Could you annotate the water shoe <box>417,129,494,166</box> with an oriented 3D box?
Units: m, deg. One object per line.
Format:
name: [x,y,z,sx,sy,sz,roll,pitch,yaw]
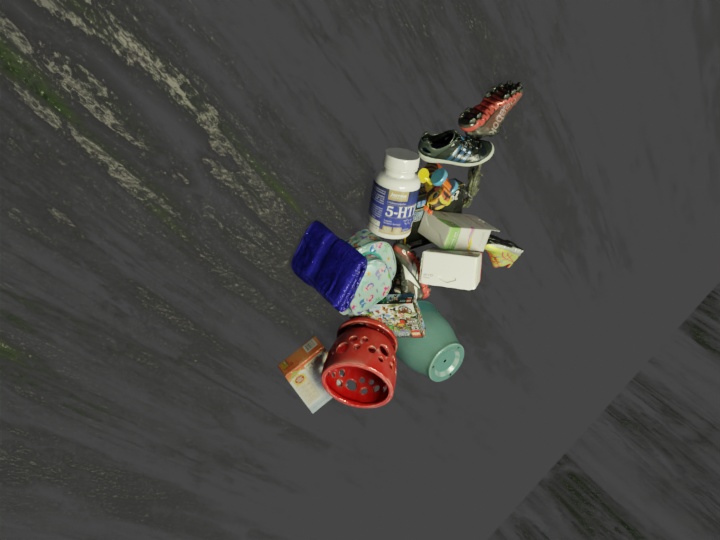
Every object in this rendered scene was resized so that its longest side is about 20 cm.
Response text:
water shoe: [0.243,-0.310,1.546,0.196,0.073,0.079,-3,153,-2]

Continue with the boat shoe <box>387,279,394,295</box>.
boat shoe: [0.089,0.088,1.764,0.083,0.069,0.203,8,113,-31]

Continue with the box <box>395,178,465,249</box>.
box: [0.191,-0.153,1.689,0.197,0.049,0.162,-17,126,-28]

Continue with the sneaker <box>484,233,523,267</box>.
sneaker: [0.432,-0.051,1.922,0.198,0.078,0.091,14,112,-43]

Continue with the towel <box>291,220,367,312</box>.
towel: [-0.081,-0.012,1.469,0.049,0.199,0.150,3,117,-51]

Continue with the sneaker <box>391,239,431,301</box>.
sneaker: [0.120,0.015,1.657,0.098,0.070,0.202,-39,126,-19]

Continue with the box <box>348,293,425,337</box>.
box: [0.069,0.127,1.694,0.038,0.196,0.138,-70,148,-43]

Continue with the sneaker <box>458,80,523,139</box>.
sneaker: [0.345,-0.409,1.606,0.199,0.071,0.098,-39,135,-7]

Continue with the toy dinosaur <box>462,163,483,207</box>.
toy dinosaur: [0.312,-0.260,1.686,0.202,0.047,0.089,92,14,-50]

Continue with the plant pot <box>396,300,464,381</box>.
plant pot: [0.208,0.226,1.859,0.197,0.188,0.203,-20,130,-26]

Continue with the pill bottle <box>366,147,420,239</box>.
pill bottle: [0.085,-0.193,1.529,0.118,0.120,0.203,-10,124,-31]

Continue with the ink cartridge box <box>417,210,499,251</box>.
ink cartridge box: [0.267,-0.105,1.661,0.197,0.117,0.068,1,117,-37]

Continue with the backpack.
backpack: [0.000,0.000,1.584,0.199,0.150,0.179,-35,133,-20]

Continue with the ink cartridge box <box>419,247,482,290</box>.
ink cartridge box: [0.241,-0.010,1.609,0.200,0.142,0.085,-23,118,-75]

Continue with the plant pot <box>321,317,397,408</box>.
plant pot: [0.009,0.242,1.667,0.184,0.197,0.202,-72,154,-42]

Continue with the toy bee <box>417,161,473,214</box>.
toy bee: [0.190,-0.203,1.555,0.131,0.200,0.109,43,102,-15]

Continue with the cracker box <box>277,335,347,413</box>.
cracker box: [-0.132,0.297,1.740,0.133,0.058,0.201,-37,133,-11]
